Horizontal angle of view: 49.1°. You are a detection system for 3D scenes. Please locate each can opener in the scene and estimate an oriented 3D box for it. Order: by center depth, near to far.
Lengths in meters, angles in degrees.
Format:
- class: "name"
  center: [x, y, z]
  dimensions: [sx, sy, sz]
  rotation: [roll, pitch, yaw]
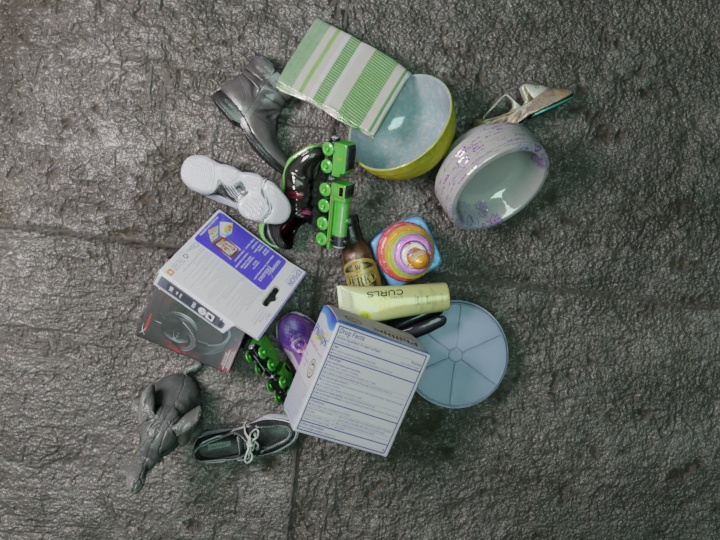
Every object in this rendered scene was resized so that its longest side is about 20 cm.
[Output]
- class: "can opener"
  center: [0.065, 0.116, 1.443]
  dimensions: [0.199, 0.064, 0.079]
  rotation: [-30, 138, 8]

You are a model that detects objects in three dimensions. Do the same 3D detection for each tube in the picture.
- class: "tube"
  center: [0.059, 0.057, 1.394]
  dimensions: [0.197, 0.052, 0.059]
  rotation: [-5, 52, -7]

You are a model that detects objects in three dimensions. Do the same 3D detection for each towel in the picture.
- class: "towel"
  center: [-0.028, -0.334, 1.370]
  dimensions: [0.198, 0.023, 0.154]
  rotation: [29, 77, 8]

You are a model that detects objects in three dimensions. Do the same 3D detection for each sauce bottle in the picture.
- class: "sauce bottle"
  center: [0.000, 0.000, 1.433]
  dimensions: [0.064, 0.065, 0.203]
  rotation: [-17, 96, -3]

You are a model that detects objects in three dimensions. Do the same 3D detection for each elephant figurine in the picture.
- class: "elephant figurine"
  center: [-0.335, 0.264, 1.361]
  dimensions: [0.140, 0.200, 0.157]
  rotation: [-14, 96, -3]

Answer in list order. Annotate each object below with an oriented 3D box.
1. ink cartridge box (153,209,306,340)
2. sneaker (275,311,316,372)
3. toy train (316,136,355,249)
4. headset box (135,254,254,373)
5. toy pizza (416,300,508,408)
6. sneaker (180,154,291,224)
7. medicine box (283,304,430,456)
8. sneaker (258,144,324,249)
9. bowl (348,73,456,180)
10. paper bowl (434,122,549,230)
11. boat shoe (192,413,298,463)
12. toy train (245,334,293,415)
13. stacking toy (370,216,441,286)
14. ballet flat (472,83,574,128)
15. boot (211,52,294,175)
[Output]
- class: "ink cartridge box"
  center: [-0.218, 0.013, 1.355]
  dimensions: [0.199, 0.199, 0.044]
  rotation: [35, 132, -1]
- class: "sneaker"
  center: [-0.088, 0.169, 1.430]
  dimensions: [0.080, 0.088, 0.202]
  rotation: [-27, 96, 0]
- class: "toy train"
  center: [-0.040, -0.129, 1.361]
  dimensions: [0.056, 0.042, 0.203]
  rotation: [17, 115, 28]
- class: "headset box"
  center: [-0.277, 0.081, 1.411]
  dimensions: [0.198, 0.077, 0.150]
  rotation: [24, 93, -5]
- class: "toy pizza"
  center: [0.176, 0.156, 1.474]
  dimensions: [0.197, 0.032, 0.203]
  rotation: [0, 93, 2]
- class: "sneaker"
  center: [-0.210, -0.141, 1.374]
  dimensions: [0.198, 0.115, 0.076]
  rotation: [24, 93, -3]
- class: "medicine box"
  center: [-0.009, 0.188, 1.347]
  dimensions: [0.180, 0.103, 0.202]
  rotation: [20, 97, -20]
- class: "sneaker"
  center: [-0.105, -0.126, 1.388]
  dimensions: [0.083, 0.076, 0.202]
  rotation: [36, 111, 29]
- class: "bowl"
  center: [0.087, -0.231, 1.384]
  dimensions: [0.200, 0.200, 0.108]
  rotation: [-43, 140, 1]
- class: "paper bowl"
  center: [0.222, -0.175, 1.381]
  dimensions: [0.199, 0.201, 0.105]
  rotation: [-27, 58, -2]
- class: "boat shoe"
  center: [-0.209, 0.312, 1.442]
  dimensions: [0.196, 0.068, 0.075]
  rotation: [-5, 96, -4]
- class: "toy train"
  center: [-0.141, 0.201, 1.424]
  dimensions: [0.041, 0.057, 0.201]
  rotation: [-18, 118, 26]
- class: "stacking toy"
  center: [0.088, -0.027, 1.368]
  dimensions: [0.115, 0.200, 0.111]
  rotation: [-27, 97, -1]
- class: "ballet flat"
  center: [0.291, -0.297, 1.428]
  dimensions: [0.198, 0.068, 0.068]
  rotation: [-29, 94, -3]
- class: "boot"
  center: [-0.155, -0.276, 1.394]
  dimensions: [0.131, 0.070, 0.200]
  rotation: [-42, 103, -6]
